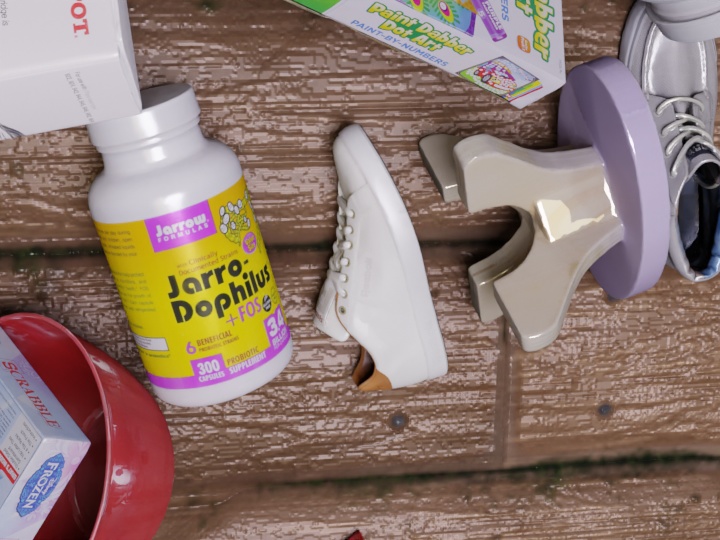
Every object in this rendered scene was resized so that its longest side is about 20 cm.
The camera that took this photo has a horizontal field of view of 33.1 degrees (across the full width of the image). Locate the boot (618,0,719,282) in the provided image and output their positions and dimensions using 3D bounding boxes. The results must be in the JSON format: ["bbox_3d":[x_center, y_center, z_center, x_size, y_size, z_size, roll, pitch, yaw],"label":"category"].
[{"bbox_3d":[0.230,-0.094,0.844,0.073,0.096,0.201,-10,109,-6],"label":"boot"}]

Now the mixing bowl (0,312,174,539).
[{"bbox_3d":[-0.199,0.136,0.822,0.108,0.200,0.201,16,109,-51],"label":"mixing bowl"}]

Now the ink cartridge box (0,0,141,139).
[{"bbox_3d":[-0.240,-0.155,0.720,0.199,0.084,0.146,-10,72,-4],"label":"ink cartridge box"}]

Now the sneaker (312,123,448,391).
[{"bbox_3d":[0.000,0.000,0.851,0.084,0.073,0.201,-18,111,-5],"label":"sneaker"}]

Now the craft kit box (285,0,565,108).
[{"bbox_3d":[0.035,-0.219,0.708,0.197,0.048,0.201,18,63,-37],"label":"craft kit box"}]

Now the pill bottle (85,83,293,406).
[{"bbox_3d":[-0.118,-0.018,0.811,0.104,0.104,0.201,-17,110,-3],"label":"pill bottle"}]

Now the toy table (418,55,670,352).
[{"bbox_3d":[0.124,-0.042,0.811,0.117,0.184,0.200,-21,133,-5],"label":"toy table"}]

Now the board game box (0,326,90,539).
[{"bbox_3d":[-0.285,0.129,0.794,0.041,0.200,0.200,19,109,-52],"label":"board game box"}]

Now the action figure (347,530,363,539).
[{"bbox_3d":[-0.082,0.270,0.944,0.199,0.052,0.066,-23,114,2],"label":"action figure"}]

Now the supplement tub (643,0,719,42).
[{"bbox_3d":[0.192,-0.257,0.741,0.140,0.140,0.200,-37,115,5],"label":"supplement tub"}]
